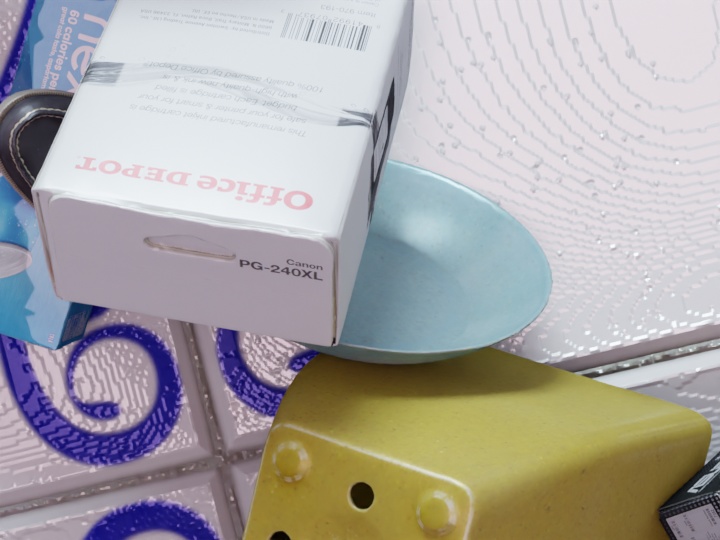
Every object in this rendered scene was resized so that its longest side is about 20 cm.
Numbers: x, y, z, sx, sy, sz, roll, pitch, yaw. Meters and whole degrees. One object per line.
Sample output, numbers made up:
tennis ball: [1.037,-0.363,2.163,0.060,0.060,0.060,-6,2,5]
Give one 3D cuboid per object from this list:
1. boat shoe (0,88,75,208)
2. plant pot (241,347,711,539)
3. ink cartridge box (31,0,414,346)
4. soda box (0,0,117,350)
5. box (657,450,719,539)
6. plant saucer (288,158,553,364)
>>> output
boat shoe: [-0.110,-0.031,0.998,0.200,0.063,0.073,37,86,-30]
plant pot: [0.036,0.144,0.944,0.194,0.200,0.196,17,96,28]
ink cartridge box: [-0.061,-0.069,0.921,0.145,0.200,0.083,9,139,7]
soda box: [-0.168,-0.060,1.047,0.068,0.064,0.200,17,95,4]
box: [0.258,0.172,0.979,0.044,0.160,0.200,-29,93,44]
plant saucer: [0.000,0.000,0.983,0.201,0.201,0.039,16,121,4]
